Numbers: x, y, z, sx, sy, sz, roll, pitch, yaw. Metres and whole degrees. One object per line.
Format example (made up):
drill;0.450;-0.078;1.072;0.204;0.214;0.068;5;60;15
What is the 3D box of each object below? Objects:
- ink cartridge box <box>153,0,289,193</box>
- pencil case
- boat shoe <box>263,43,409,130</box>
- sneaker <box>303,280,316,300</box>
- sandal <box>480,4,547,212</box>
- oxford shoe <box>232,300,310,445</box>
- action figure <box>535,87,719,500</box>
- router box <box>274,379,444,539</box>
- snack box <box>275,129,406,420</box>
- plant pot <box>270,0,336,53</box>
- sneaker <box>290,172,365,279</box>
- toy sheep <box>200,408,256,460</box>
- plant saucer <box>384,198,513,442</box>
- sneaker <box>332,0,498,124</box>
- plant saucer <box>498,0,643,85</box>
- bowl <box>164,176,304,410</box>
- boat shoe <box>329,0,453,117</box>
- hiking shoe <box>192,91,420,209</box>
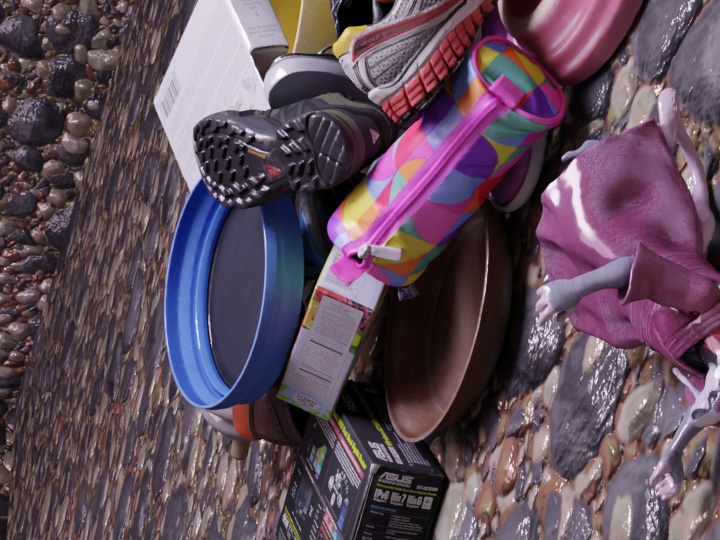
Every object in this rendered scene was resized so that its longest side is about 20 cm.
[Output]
ink cartridge box;-0.109;-0.135;1.467;0.174;0.043;0.200;66;149;21
pencil case;0.057;-0.070;1.188;0.200;0.088;0.089;-51;30;34
boat shoe;-0.007;-0.149;1.372;0.070;0.200;0.066;-42;57;33
sneaker;-0.088;-0.023;1.685;0.200;0.111;0.077;150;132;-68
sandal;0.097;-0.128;1.261;0.083;0.050;0.203;122;154;-49
oxford shoe;-0.060;0.051;1.443;0.071;0.072;0.201;-22;-61;-56
action figure;0.171;0.018;0.898;0.149;0.134;0.200;-36;35;-4
router box;-0.005;0.188;1.355;0.200;0.062;0.150;-128;51;-69
snack box;0.000;0.000;1.359;0.142;0.053;0.200;113;-179;-47
plant pot;-0.015;-0.182;1.504;0.200;0.142;0.201;-168;90;-74
sneaker;-0.026;-0.053;1.529;0.200;0.082;0.073;-95;18;-61
toy sheep;-0.107;0.095;1.648;0.138;0.137;0.200;-106;17;-57
plant saucer;0.069;0.032;1.269;0.200;0.037;0.201;-167;90;-74
sneaker;0.055;-0.198;1.153;0.200;0.082;0.078;-56;7;-23
plant saucer;0.146;-0.230;1.171;0.200;0.051;0.201;-169;90;-73
bowl;-0.103;0.013;1.378;0.200;0.039;0.201;-20;67;58
boat shoe;0.012;-0.187;1.298;0.074;0.066;0.200;-37;45;17
hiking shoe;-0.045;-0.092;1.278;0.200;0.101;0.076;5;109;50
